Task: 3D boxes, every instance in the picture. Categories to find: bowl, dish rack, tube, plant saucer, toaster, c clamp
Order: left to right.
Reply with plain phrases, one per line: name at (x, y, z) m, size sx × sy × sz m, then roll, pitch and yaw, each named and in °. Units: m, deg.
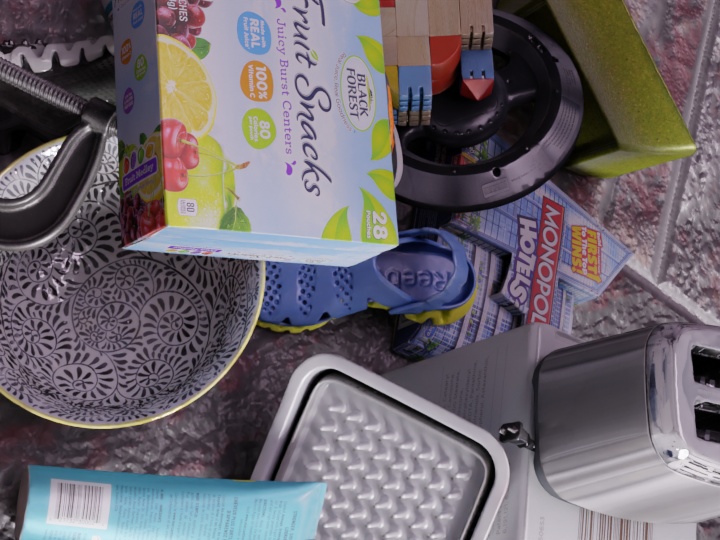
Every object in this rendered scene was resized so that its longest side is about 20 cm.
c clamp at (-0.229, -0.103, 1.041) m, size 0.199 × 0.027 × 0.172 m, roll 21°, pitch 80°, yaw 6°
bowl at (-0.160, 0.018, 1.061) m, size 0.199 × 0.094 × 0.202 m, roll 0°, pitch 69°, yaw -1°
tube at (-0.122, 0.164, 1.054) m, size 0.198 × 0.050 × 0.078 m, roll 10°, pitch 99°, yaw -17°
dish rack at (0.004, 0.172, 1.093) m, size 0.043 × 0.171 × 0.201 m, roll 1°, pitch 113°, yaw -66°
plant saucer at (0.182, -0.167, 1.366) m, size 0.048 × 0.200 × 0.201 m, roll -28°, pitch 93°, yaw -13°
toaster at (0.203, 0.097, 1.054) m, size 0.199 × 0.129 × 0.115 m, roll 15°, pitch 66°, yaw -32°

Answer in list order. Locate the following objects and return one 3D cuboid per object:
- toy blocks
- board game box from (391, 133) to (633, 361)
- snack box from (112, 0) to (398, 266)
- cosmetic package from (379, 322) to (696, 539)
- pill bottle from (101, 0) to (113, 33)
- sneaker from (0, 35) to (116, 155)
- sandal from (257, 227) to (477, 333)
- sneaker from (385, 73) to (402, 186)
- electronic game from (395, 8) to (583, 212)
toy blocks at (0.027, -0.174, 1.246) m, size 0.198 × 0.100 × 0.138 m, roll -2°, pitch 69°, yaw -1°
board game box at (0.133, 0.003, 1.335) m, size 0.199 × 0.062 × 0.202 m, roll 24°, pitch 62°, yaw -29°
snack box at (-0.066, -0.110, 1.012) m, size 0.168 × 0.068 × 0.202 m, roll 5°, pitch 75°, yaw -34°
cosmetic package at (0.119, 0.156, 1.183) m, size 0.166 × 0.199 × 0.168 m, roll 20°, pitch 64°, yaw -31°
pill bottle at (-0.119, -0.169, 1.165) m, size 0.110 × 0.110 × 0.201 m, roll -18°, pitch 87°, yaw -40°
sneaker at (-0.169, -0.116, 1.089) m, size 0.066 × 0.198 × 0.091 m, roll -57°, pitch 143°, yaw -78°
sandal at (0.000, 0.000, 1.195) m, size 0.198 × 0.087 × 0.080 m, roll -5°, pitch 78°, yaw -14°
sneaker at (-0.013, -0.152, 1.149) m, size 0.077 × 0.112 × 0.201 m, roll -20°, pitch 81°, yaw -3°
electronic game at (0.078, -0.131, 1.284) m, size 0.198 × 0.042 × 0.201 m, roll -2°, pitch 57°, yaw 4°
